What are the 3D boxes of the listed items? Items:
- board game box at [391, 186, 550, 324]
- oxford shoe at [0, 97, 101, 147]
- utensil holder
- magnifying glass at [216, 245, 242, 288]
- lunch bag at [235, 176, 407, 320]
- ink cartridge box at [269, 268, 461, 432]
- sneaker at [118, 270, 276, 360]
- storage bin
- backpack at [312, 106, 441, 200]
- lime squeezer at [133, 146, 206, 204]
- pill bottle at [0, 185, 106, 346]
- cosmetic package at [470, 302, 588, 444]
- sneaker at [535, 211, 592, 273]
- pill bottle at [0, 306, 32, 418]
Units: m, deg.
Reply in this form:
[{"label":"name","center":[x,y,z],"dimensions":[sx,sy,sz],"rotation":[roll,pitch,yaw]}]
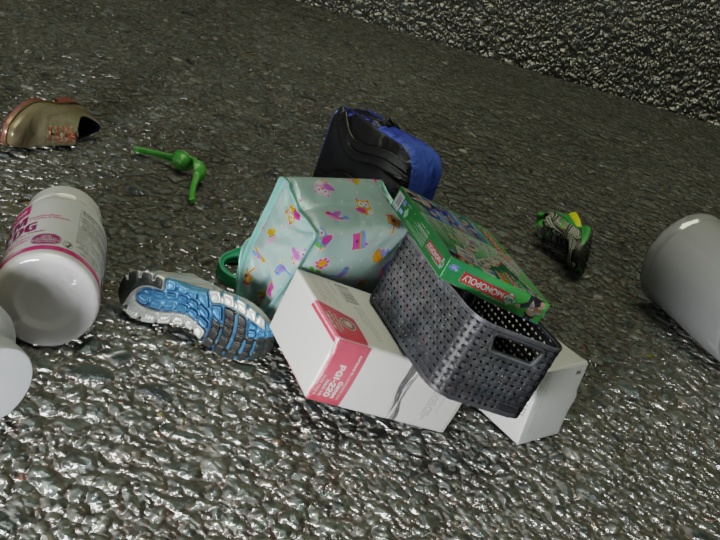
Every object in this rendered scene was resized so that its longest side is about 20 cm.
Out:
[{"label":"board game box","center":[0.118,-0.022,1.024],"dimensions":[0.133,0.029,0.201],"rotation":[25,17,-23]},{"label":"oxford shoe","center":[-0.490,-0.231,1.456],"dimensions":[0.074,0.072,0.200],"rotation":[27,28,10]},{"label":"utensil holder","center":[0.567,0.033,1.439],"dimensions":[0.166,0.173,0.201],"rotation":[4,29,-23]},{"label":"magnifying glass","center":[-0.152,-0.025,1.299],"dimensions":[0.078,0.023,0.201],"rotation":[15,25,-2]},{"label":"lunch bag","center":[-0.054,-0.012,1.131],"dimensions":[0.168,0.201,0.123],"rotation":[-4,50,-39]},{"label":"ink cartridge box","center":[0.013,0.092,1.037],"dimensions":[0.197,0.086,0.146],"rotation":[18,21,-32]},{"label":"sneaker","center":[-0.184,0.040,1.095],"dimensions":[0.196,0.076,0.087],"rotation":[23,17,9]},{"label":"storage bin","center":[0.111,0.056,1.002],"dimensions":[0.133,0.095,0.201],"rotation":[21,20,-31]},{"label":"backpack","center":[0.045,-0.173,1.548],"dimensions":[0.166,0.166,0.199],"rotation":[-7,32,-45]},{"label":"lime squeezer","center":[-0.295,-0.164,1.489],"dimensions":[0.070,0.038,0.199],"rotation":[-35,49,-19]},{"label":"pill bottle","center":[-0.351,-0.014,1.049],"dimensions":[0.111,0.115,0.201],"rotation":[8,26,-16]},{"label":"cosmetic package","center":[0.170,0.107,1.127],"dimensions":[0.083,0.110,0.200],"rotation":[-4,30,-37]},{"label":"sneaker","center":[0.354,-0.052,1.607],"dimensions":[0.083,0.080,0.200],"rotation":[7,17,-4]},{"label":"pill bottle","center":[-0.403,0.060,0.873],"dimensions":[0.198,0.114,0.111],"rotation":[32,30,30]}]
